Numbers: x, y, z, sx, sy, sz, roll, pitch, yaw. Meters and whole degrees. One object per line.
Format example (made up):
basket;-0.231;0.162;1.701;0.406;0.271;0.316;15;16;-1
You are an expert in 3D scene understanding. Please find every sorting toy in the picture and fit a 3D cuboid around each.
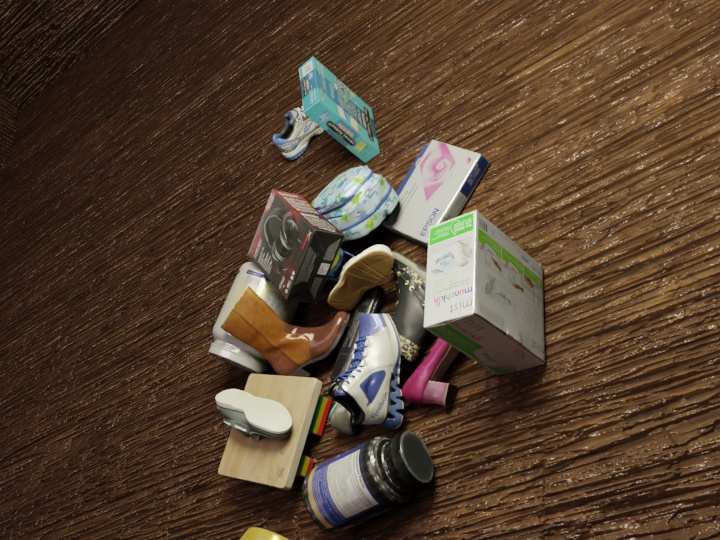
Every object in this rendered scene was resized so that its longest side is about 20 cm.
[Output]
sorting toy;-0.154;0.304;1.496;0.198;0.069;0.201;-4;62;44

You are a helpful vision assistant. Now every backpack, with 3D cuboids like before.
backpack;-0.014;-0.128;1.566;0.163;0.154;0.199;-42;33;-20

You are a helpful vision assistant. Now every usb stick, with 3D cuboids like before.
usb stick;-0.006;0.122;1.498;0.055;0.032;0.201;-3;62;55

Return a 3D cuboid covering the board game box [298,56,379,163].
board game box;-0.046;-0.345;1.722;0.047;0.200;0.152;-32;45;26

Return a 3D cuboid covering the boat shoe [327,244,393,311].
boat shoe;0.000;0.000;1.483;0.200;0.070;0.070;-44;23;46

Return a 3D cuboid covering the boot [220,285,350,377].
boot;-0.141;0.099;1.527;0.188;0.200;0.069;-47;4;21

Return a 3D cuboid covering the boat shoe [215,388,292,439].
boat shoe;-0.194;0.276;1.470;0.199;0.073;0.062;14;118;42

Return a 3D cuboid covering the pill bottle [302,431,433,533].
pill bottle;0.013;0.335;1.272;0.199;0.112;0.112;-32;45;26

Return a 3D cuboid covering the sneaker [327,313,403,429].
sneaker;0.005;0.170;1.336;0.080;0.114;0.201;-24;70;59

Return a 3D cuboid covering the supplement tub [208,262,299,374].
supplement tub;-0.216;0.100;1.638;0.144;0.145;0.201;7;70;47

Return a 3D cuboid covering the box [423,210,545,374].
box;0.196;0.039;1.218;0.096;0.200;0.178;-19;53;37

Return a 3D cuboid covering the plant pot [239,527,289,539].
plant pot;-0.169;0.530;1.276;0.200;0.201;0.190;-8;43;42

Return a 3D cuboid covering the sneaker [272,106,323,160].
sneaker;-0.133;-0.360;1.911;0.200;0.085;0.077;-49;40;8

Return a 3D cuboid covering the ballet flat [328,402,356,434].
ballet flat;0.012;0.197;1.418;0.063;0.067;0.201;23;81;22

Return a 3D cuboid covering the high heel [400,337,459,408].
high heel;0.125;0.126;1.329;0.096;0.067;0.201;6;72;36

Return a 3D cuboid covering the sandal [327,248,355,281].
sandal;-0.067;-0.003;1.609;0.200;0.087;0.080;-11;60;66

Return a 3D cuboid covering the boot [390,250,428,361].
boot;0.074;0.060;1.429;0.154;0.073;0.203;-59;38;2

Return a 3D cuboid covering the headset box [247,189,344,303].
headset box;-0.133;-0.053;1.536;0.200;0.077;0.150;43;116;44

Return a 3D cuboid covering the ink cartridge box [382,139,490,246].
ink cartridge box;0.127;-0.155;1.544;0.200;0.043;0.197;27;85;49
